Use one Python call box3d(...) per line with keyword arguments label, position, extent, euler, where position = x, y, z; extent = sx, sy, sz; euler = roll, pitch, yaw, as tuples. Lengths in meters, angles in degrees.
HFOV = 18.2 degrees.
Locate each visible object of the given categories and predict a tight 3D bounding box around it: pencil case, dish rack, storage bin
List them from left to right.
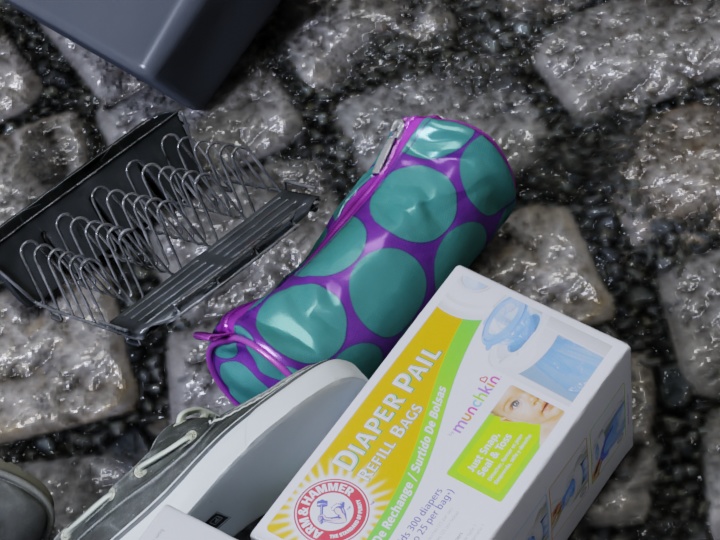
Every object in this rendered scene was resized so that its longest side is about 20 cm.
box3d(label="storage bin", position=(-0.137, -0.196, 1.437), extent=(0.200, 0.146, 0.134), euler=(31, 90, 27))
box3d(label="dish rack", position=(-0.119, -0.024, 1.290), extent=(0.153, 0.055, 0.200), euler=(-40, 24, -19))
box3d(label="pencil case", position=(0.000, 0.000, 1.282), extent=(0.200, 0.092, 0.085), euler=(-50, 24, -24))

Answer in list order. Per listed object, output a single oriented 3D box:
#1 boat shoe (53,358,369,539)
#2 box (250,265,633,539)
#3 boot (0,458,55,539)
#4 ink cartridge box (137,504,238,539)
box3d(label="boat shoe", position=(-0.085, 0.106, 1.200), extent=(0.200, 0.071, 0.064), euler=(-40, 56, 5))
box3d(label="box", position=(0.046, 0.115, 1.184), extent=(0.112, 0.101, 0.200), euler=(25, 60, 24))
box3d(label="boot", position=(-0.239, 0.173, 1.144), extent=(0.182, 0.073, 0.200), euler=(6, 29, -17))
box3d(label="ink cartridge box", position=(-0.025, 0.209, 1.116), extent=(0.200, 0.116, 0.067), euler=(24, 59, 23))
